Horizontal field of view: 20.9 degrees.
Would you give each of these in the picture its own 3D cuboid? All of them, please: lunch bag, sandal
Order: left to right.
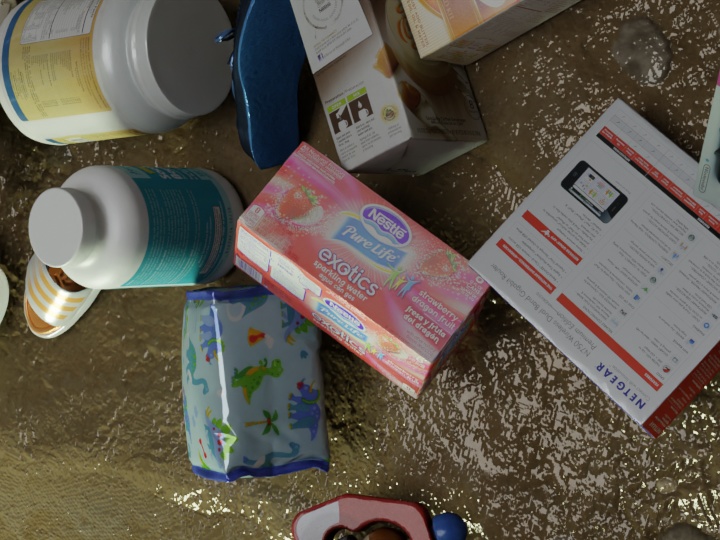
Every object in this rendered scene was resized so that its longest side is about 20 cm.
[{"bbox_3d":[-0.285,-0.013,1.926,0.207,0.059,0.079,-43,66,30],"label":"sandal"},{"bbox_3d":[-0.106,0.097,1.754,0.200,0.127,0.171,174,93,-67],"label":"lunch bag"}]

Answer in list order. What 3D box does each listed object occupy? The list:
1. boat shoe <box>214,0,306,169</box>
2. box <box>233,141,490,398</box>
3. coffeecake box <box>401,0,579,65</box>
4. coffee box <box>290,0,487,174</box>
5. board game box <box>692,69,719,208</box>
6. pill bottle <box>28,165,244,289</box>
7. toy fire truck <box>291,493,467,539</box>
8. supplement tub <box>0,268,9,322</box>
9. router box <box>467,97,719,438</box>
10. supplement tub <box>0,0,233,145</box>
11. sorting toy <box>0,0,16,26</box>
[{"bbox_3d":[-0.094,-0.183,1.730,0.069,0.084,0.201,53,144,43],"label":"boat shoe"},{"bbox_3d":[0.000,0.000,1.620,0.200,0.103,0.095,36,70,9],"label":"box"},{"bbox_3d":[0.120,-0.282,1.597,0.199,0.073,0.154,-27,74,34],"label":"coffeecake box"},{"bbox_3d":[0.018,-0.188,1.652,0.079,0.114,0.201,-26,76,35],"label":"coffee box"},{"bbox_3d":[0.348,-0.086,1.387,0.199,0.064,0.148,27,132,27],"label":"board game box"},{"bbox_3d":[-0.205,-0.040,1.775,0.110,0.200,0.112,1,92,37],"label":"pill bottle"},{"bbox_3d":[0.028,0.285,1.677,0.167,0.112,0.201,-22,78,11],"label":"toy fire truck"},{"bbox_3d":[-0.471,-0.002,2.017,0.200,0.144,0.145,33,110,33],"label":"supplement tub"},{"bbox_3d":[0.213,-0.004,1.506,0.180,0.049,0.200,-47,62,3],"label":"router box"},{"bbox_3d":[-0.230,-0.196,1.825,0.199,0.144,0.146,-3,89,37],"label":"supplement tub"},{"bbox_3d":[-0.396,-0.161,1.946,0.106,0.200,0.181,-4,119,0],"label":"sorting toy"}]
